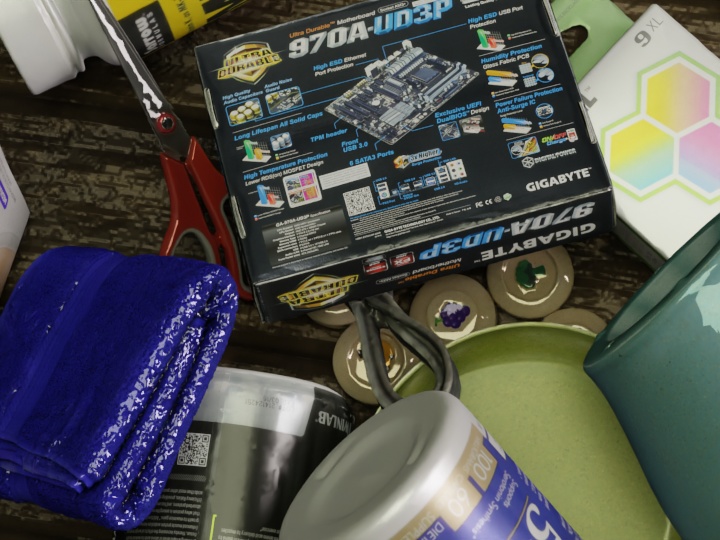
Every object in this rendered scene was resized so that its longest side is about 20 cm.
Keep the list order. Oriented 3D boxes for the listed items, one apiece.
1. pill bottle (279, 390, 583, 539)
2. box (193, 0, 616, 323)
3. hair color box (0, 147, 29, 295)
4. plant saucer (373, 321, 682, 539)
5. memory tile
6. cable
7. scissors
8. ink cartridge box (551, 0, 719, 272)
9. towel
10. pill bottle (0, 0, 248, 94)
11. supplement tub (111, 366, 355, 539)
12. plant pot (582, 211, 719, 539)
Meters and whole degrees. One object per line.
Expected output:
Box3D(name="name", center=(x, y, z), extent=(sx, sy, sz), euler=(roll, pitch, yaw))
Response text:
Box3D(name="pill bottle", center=(0.064, 0.170, 1.269), extent=(0.120, 0.120, 0.200), euler=(-44, 107, -7))
Box3D(name="box", center=(0.022, -0.072, 1.349), extent=(0.198, 0.046, 0.160), euler=(-16, 59, -1))
Box3D(name="hair color box", center=(-0.244, 0.022, 1.346), extent=(0.064, 0.110, 0.201), euler=(11, 64, 13))
Box3D(name="plant saucer", center=(0.091, 0.128, 1.354), extent=(0.198, 0.031, 0.202), euler=(0, 89, -5))
Box3D(name="memory tile", center=(0.063, 0.048, 1.398), extent=(0.152, 0.017, 0.201), euler=(-27, 78, -3))
Box3D(name="cable", center=(0.000, 0.000, 1.354), extent=(0.096, 0.051, 0.201), euler=(-13, 47, 7))
Box3D(name="scissors", center=(-0.097, -0.073, 1.385), extent=(0.073, 0.014, 0.202), euler=(-19, 104, -19))
Box3D(name="ink cartridge box", center=(0.162, -0.075, 1.397), extent=(0.200, 0.059, 0.104), euler=(43, 84, 11))
Box3D(name="towel", center=(-0.148, 0.055, 1.324), extent=(0.049, 0.199, 0.149), euler=(28, 78, -30))
Box3D(name="pill bottle", center=(-0.118, -0.186, 1.409), extent=(0.199, 0.114, 0.115), euler=(-28, 78, -3))
Box3D(name="supplement tub", center=(-0.073, 0.159, 1.326), extent=(0.121, 0.123, 0.202), euler=(7, 77, 4))
Box3D(name="plant pot", center=(0.221, 0.068, 1.275), extent=(0.188, 0.200, 0.200), euler=(45, 83, -1))
